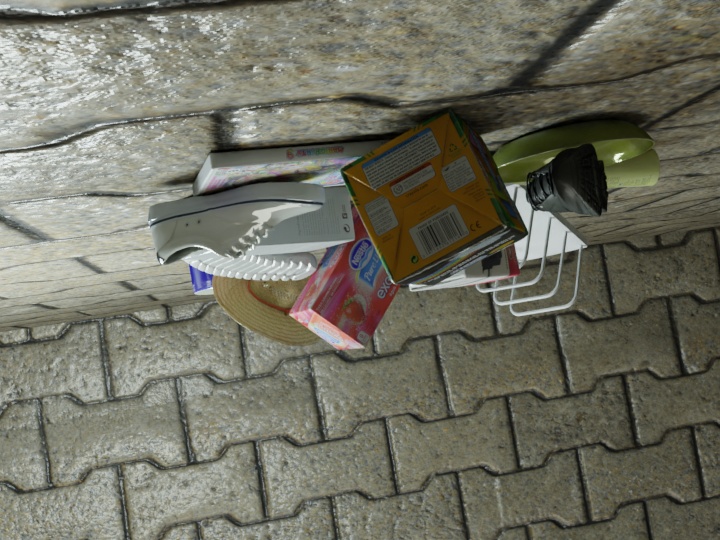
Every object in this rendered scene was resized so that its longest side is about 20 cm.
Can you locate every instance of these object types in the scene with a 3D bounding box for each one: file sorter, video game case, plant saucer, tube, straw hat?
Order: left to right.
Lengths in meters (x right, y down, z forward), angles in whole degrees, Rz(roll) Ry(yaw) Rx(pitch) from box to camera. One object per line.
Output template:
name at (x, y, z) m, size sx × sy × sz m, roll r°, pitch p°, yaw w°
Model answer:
straw hat at (-0.122, 0.021, 1.274) m, size 0.200 × 0.201 × 0.085 m, roll -4°, pitch 134°, yaw -48°
video game case at (-0.068, -0.105, 0.857) m, size 0.198 × 0.018 × 0.143 m, roll -8°, pitch 175°, yaw -19°
file sorter at (0.238, -0.027, 1.281) m, size 0.138 × 0.126 × 0.199 m, roll -13°, pitch 144°, yaw 44°
plant saucer at (0.238, -0.140, 0.960) m, size 0.198 × 0.031 × 0.200 m, roll -10°, pitch 175°, yaw -1°
tube at (0.300, -0.134, 1.109) m, size 0.198 × 0.052 × 0.058 m, roll -5°, pitch 134°, yaw -4°

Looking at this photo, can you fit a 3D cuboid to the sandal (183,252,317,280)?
sandal at (-0.151, -0.024, 1.100) m, size 0.201 × 0.050 × 0.082 m, roll 12°, pitch 148°, yaw -37°

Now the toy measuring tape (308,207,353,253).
toy measuring tape at (-0.034, -0.048, 1.230) m, size 0.198 × 0.074 × 0.073 m, roll -21°, pitch 180°, yaw -19°

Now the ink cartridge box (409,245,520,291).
ink cartridge box at (0.129, -0.055, 1.085) m, size 0.084 × 0.147 × 0.199 m, roll -13°, pitch 175°, yaw 30°

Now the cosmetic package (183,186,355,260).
cosmetic package at (-0.115, -0.059, 1.012) m, size 0.199 × 0.072 × 0.101 m, roll -6°, pitch 176°, yaw -41°

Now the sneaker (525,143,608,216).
sneaker at (0.224, -0.091, 0.911) m, size 0.090 × 0.077 × 0.200 m, roll -4°, pitch 176°, yaw 20°

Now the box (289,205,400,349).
box at (0.000, 0.000, 1.136) m, size 0.094 × 0.201 × 0.102 m, roll 35°, pitch 162°, yaw -14°

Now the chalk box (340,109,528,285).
chalk box at (0.086, -0.065, 0.838) m, size 0.124 × 0.125 × 0.200 m, roll -27°, pitch 171°, yaw 15°

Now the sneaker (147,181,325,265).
sneaker at (-0.129, -0.048, 0.876) m, size 0.198 × 0.072 × 0.073 m, roll -10°, pitch 176°, yaw 14°

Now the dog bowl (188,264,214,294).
dog bowl at (-0.204, -0.010, 1.463) m, size 0.198 × 0.080 × 0.200 m, roll -9°, pitch 176°, yaw -1°
